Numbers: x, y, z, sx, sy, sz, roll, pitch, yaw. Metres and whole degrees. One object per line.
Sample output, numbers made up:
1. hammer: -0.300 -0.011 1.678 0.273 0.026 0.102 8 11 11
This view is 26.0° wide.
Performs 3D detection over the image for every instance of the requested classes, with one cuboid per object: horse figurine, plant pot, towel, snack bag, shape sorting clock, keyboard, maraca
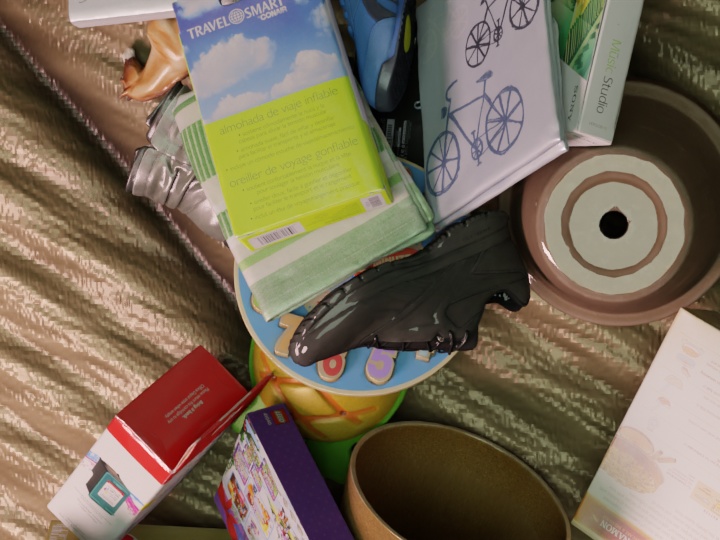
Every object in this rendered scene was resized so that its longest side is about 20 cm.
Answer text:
1. horse figurine: -0.116 -0.212 1.295 0.199 0.050 0.133 -2 91 15
2. plant pot: 0.199 -0.045 1.192 0.199 0.175 0.201 1 98 10
3. towel: -0.049 -0.081 1.223 0.152 0.023 0.200 -28 74 3
4. plant pot: 0.049 0.260 1.278 0.186 0.186 0.201 24 116 7
5. snack bag: 0.094 -0.150 1.172 0.021 0.188 0.201 7 69 -26
6. shape sorting clock: 0.000 0.000 1.227 0.199 0.039 0.201 0 69 -1
7. keyboard: 0.041 -0.105 1.289 0.104 0.040 0.201 6 91 18
8. maraca: -0.033 0.091 1.295 0.137 0.107 0.201 27 112 8

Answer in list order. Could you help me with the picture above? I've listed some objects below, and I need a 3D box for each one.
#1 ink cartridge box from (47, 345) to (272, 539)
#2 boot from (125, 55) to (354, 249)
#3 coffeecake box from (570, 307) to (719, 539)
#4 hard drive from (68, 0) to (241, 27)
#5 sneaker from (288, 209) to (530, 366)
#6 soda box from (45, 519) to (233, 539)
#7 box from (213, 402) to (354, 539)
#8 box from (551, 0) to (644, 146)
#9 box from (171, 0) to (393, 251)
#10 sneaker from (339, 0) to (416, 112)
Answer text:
1. ink cartridge box: -0.165 0.140 1.282 0.067 0.116 0.200 44 133 3
2. boot: -0.103 -0.118 1.283 0.130 0.068 0.200 33 105 -8
3. coffeecake box: 0.282 0.153 1.226 0.153 0.073 0.201 33 105 33
4. hard drive: -0.144 -0.274 1.270 0.199 0.027 0.132 -3 84 17
5. sneaker: 0.042 0.030 1.170 0.199 0.076 0.091 -27 87 -12
6. soda box: -0.176 0.264 1.356 0.199 0.064 0.068 1 143 12
7. box: -0.050 0.226 1.246 0.200 0.039 0.137 61 148 28
8. box: 0.137 -0.165 1.168 0.036 0.200 0.145 15 86 -26
9. box: -0.062 -0.129 1.199 0.122 0.048 0.201 -18 75 5
10. sneaker: 0.005 -0.219 1.237 0.078 0.066 0.201 2 75 7
